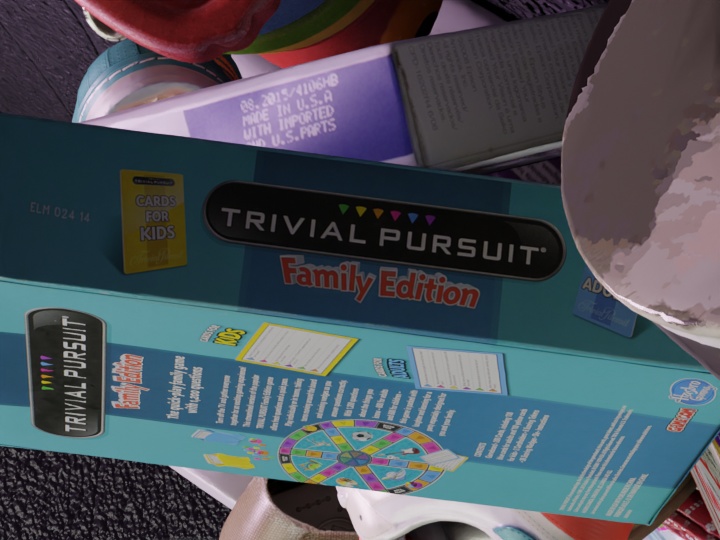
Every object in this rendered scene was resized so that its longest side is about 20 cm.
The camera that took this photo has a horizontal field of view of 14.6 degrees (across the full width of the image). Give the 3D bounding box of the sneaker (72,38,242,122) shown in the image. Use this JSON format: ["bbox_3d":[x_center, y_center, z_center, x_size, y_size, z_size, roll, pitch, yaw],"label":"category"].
[{"bbox_3d":[-0.078,-0.060,1.097,0.200,0.071,0.080,68,180,-73],"label":"sneaker"}]

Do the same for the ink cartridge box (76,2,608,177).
[{"bbox_3d":[0.005,-0.043,0.849,0.199,0.041,0.200,-12,-179,41],"label":"ink cartridge box"}]

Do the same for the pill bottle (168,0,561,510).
[{"bbox_3d":[0.000,0.000,1.053,0.111,0.200,0.111,33,172,5],"label":"pill bottle"}]

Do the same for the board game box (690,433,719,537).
[{"bbox_3d":[0.141,0.072,0.906,0.200,0.046,0.152,62,180,-36],"label":"board game box"}]

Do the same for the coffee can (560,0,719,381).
[{"bbox_3d":[0.159,0.002,0.579,0.200,0.146,0.146,39,171,-32],"label":"coffee can"}]

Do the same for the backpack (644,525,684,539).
[{"bbox_3d":[0.212,0.150,1.325,0.200,0.127,0.167,34,-170,-8],"label":"backpack"}]

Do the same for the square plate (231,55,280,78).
[{"bbox_3d":[-0.103,-0.133,1.211,0.200,0.028,0.198,35,-178,-21],"label":"square plate"}]

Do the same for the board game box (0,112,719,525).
[{"bbox_3d":[-0.003,0.017,0.764,0.200,0.047,0.151,8,160,-3],"label":"board game box"}]

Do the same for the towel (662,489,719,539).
[{"bbox_3d":[0.169,0.086,1.228,0.200,0.023,0.145,34,-145,20],"label":"towel"}]

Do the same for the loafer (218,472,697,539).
[{"bbox_3d":[0.043,0.072,0.985,0.076,0.200,0.067,56,159,27],"label":"loafer"}]

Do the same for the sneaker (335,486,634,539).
[{"bbox_3d":[0.003,0.053,0.911,0.200,0.094,0.070,19,180,32],"label":"sneaker"}]

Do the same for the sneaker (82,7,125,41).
[{"bbox_3d":[-0.076,-0.125,1.018,0.077,0.089,0.200,35,175,1],"label":"sneaker"}]

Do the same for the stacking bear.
[{"bbox_3d":[-0.028,-0.111,0.855,0.114,0.122,0.200,30,179,18],"label":"stacking bear"}]
